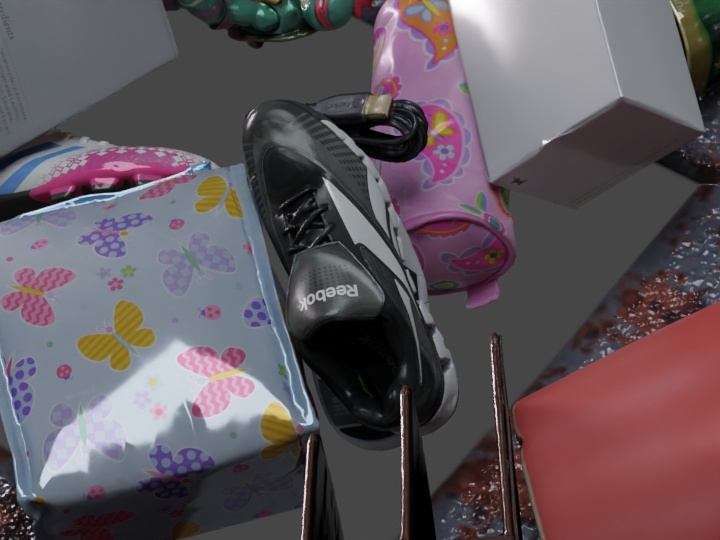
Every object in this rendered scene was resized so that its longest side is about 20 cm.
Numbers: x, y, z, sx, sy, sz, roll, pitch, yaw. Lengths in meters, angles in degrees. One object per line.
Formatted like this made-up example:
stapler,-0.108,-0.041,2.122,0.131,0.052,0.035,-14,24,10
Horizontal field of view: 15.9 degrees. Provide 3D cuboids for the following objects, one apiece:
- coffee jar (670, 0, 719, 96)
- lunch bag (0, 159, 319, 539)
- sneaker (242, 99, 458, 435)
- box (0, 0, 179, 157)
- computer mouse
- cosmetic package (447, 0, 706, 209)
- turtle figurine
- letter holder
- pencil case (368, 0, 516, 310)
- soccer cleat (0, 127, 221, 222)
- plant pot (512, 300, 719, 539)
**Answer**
coffee jar,0.234,-0.169,1.570,0.200,0.085,0.104,-18,55,-8
lunch bag,-0.118,0.045,1.421,0.169,0.127,0.200,-15,62,-5
sneaker,-0.011,0.000,1.367,0.066,0.090,0.200,-25,88,17
box,-0.240,-0.144,1.553,0.200,0.107,0.152,-32,30,-27
computer mouse,0.000,0.000,1.440,0.109,0.201,0.044,-7,4,27
cosmetic package,0.116,-0.151,1.497,0.108,0.085,0.200,-30,60,36
turtle figurine,-0.069,-0.189,1.618,0.200,0.101,0.150,13,38,36
letter holder,0.032,0.138,1.275,0.100,0.200,0.142,-4,51,5
pencil case,0.049,-0.075,1.524,0.087,0.088,0.200,-5,52,4
soccer cleat,-0.177,-0.060,1.547,0.199,0.070,0.086,-6,51,3
plant pot,0.180,0.111,1.299,0.177,0.201,0.201,-16,50,7
